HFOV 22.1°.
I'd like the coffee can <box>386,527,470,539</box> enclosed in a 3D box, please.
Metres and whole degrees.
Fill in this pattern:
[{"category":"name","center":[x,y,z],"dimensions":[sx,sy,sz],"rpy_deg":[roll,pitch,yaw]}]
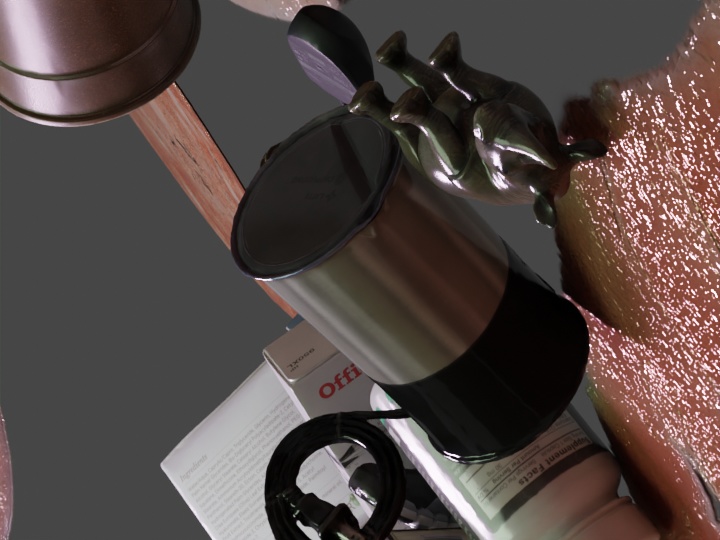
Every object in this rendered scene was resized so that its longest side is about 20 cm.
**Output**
[{"category":"coffee can","center":[0.100,0.257,1.331],"dimensions":[0.146,0.198,0.148],"rpy_deg":[180,90,-75]}]

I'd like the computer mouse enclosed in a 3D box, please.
[{"category":"computer mouse","center":[-0.001,-0.115,1.174],"dimensions":[0.058,0.034,0.200],"rpy_deg":[33,170,22]}]

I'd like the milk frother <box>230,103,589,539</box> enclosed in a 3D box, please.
[{"category":"milk frother","center":[-0.007,0.045,1.027],"dimensions":[0.180,0.201,0.188],"rpy_deg":[0,145,48]}]

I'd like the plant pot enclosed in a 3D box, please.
[{"category":"plant pot","center":[-0.243,-0.258,1.487],"dimensions":[0.201,0.199,0.199],"rpy_deg":[50,164,31]}]

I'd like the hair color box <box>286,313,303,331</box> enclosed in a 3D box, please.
[{"category":"hair color box","center":[0.036,0.100,1.573],"dimensions":[0.200,0.061,0.099],"rpy_deg":[42,177,-26]}]

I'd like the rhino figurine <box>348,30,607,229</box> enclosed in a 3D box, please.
[{"category":"rhino figurine","center":[0.058,-0.064,0.863],"dimensions":[0.087,0.060,0.200],"rpy_deg":[41,178,-17]}]

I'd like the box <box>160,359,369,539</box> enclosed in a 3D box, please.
[{"category":"box","center":[-0.035,0.171,1.727],"dimensions":[0.172,0.200,0.199],"rpy_deg":[53,-151,10]}]

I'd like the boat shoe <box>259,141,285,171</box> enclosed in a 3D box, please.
[{"category":"boat shoe","center":[-0.006,-0.043,1.395],"dimensions":[0.202,0.074,0.075],"rpy_deg":[44,155,29]}]

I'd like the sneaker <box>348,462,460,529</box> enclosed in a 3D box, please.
[{"category":"sneaker","center":[0.082,0.149,1.419],"dimensions":[0.199,0.116,0.075],"rpy_deg":[25,179,-40]}]

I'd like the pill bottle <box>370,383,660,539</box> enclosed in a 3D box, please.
[{"category":"pill bottle","center":[0.105,0.132,1.254],"dimensions":[0.201,0.113,0.113],"rpy_deg":[52,173,19]}]

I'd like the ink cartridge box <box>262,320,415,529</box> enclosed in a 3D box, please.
[{"category":"ink cartridge box","center":[0.036,0.109,1.472],"dimensions":[0.201,0.144,0.084],"rpy_deg":[58,172,-26]}]
